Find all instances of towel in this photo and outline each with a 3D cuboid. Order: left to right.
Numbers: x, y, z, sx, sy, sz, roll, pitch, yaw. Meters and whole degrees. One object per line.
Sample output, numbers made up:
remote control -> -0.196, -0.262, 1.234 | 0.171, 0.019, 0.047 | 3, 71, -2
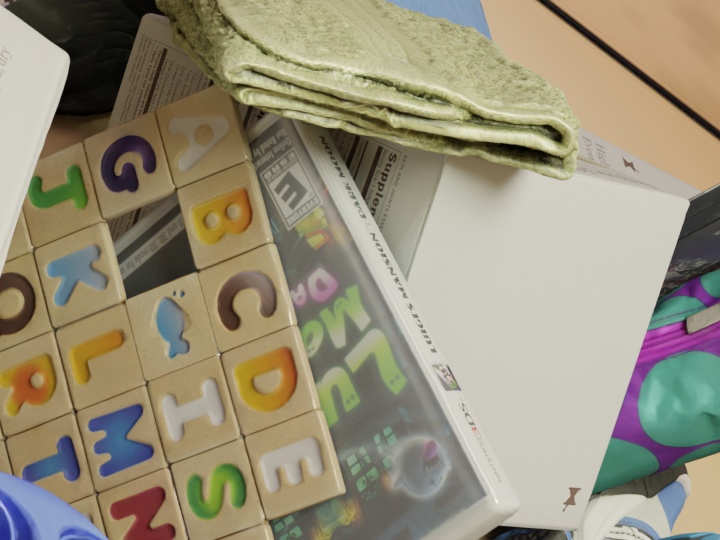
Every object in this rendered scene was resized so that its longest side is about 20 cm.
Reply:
towel -> 0.001, -0.084, 1.051 | 0.148, 0.037, 0.200 | 13, 12, -15

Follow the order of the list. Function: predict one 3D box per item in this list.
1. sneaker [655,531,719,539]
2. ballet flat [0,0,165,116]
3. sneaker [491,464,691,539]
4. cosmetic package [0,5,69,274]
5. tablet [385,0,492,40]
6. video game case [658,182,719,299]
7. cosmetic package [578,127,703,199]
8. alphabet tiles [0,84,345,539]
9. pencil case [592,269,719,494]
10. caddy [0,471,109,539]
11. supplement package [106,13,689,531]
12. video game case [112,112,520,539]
sneaker -> 0.097, 0.193, 1.156 | 0.200, 0.073, 0.082 | -42, 102, -17
ballet flat -> -0.124, -0.110, 1.288 | 0.200, 0.057, 0.067 | -9, 106, -51
sneaker -> 0.104, 0.145, 1.278 | 0.200, 0.076, 0.077 | -31, 99, -54
cosmetic package -> -0.241, -0.039, 0.960 | 0.200, 0.167, 0.167 | 35, 36, -19
tablet -> 0.009, -0.145, 1.219 | 0.200, 0.014, 0.131 | 40, 28, -46
video game case -> 0.136, 0.012, 1.303 | 0.143, 0.200, 0.019 | 8, 58, -53
cosmetic package -> 0.135, -0.007, 1.451 | 0.199, 0.074, 0.102 | 23, 42, -32
alphabet tiles -> -0.096, 0.049, 1.038 | 0.008, 0.167, 0.201 | 15, 56, -64
pencil case -> 0.114, 0.056, 1.243 | 0.092, 0.199, 0.085 | 55, 18, -53
caddy -> -0.133, 0.162, 0.938 | 0.141, 0.105, 0.201 | 30, 37, -28
supplement package -> 0.000, 0.000, 1.137 | 0.151, 0.151, 0.200 | 9, 13, -44
video game case -> -0.054, 0.064, 1.043 | 0.023, 0.200, 0.182 | 5, 53, -56
